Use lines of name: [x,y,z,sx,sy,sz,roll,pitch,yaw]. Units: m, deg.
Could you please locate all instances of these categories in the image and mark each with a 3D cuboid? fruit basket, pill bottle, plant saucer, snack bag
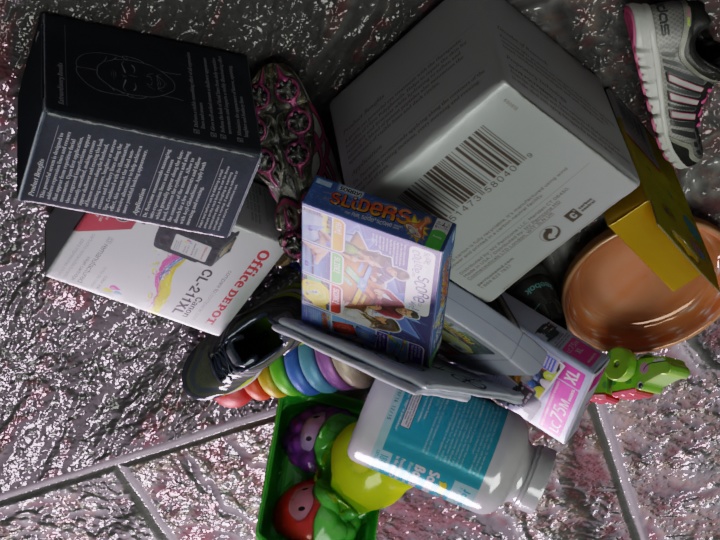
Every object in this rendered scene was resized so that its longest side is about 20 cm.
fruit basket: [-0.025,0.220,1.846,0.155,0.216,0.216,17,129,-13]
pill bottle: [0.095,0.177,1.722,0.199,0.111,0.111,22,130,4]
plant saucer: [0.312,0.009,1.839,0.199,0.038,0.201,-5,135,-5]
snack bag: [0.039,0.092,1.660,0.200,0.188,0.022,13,97,-56]

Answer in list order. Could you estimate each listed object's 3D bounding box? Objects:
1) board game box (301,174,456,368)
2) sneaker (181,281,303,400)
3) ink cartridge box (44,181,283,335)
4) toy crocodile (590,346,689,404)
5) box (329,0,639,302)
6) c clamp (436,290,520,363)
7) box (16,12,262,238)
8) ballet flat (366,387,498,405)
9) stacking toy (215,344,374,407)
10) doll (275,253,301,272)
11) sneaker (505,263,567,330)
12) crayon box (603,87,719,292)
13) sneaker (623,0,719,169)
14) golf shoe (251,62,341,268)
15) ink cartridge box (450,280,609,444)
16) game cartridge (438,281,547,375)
board game box: [0.013,0.005,1.545,0.135,0.035,0.200,20,148,10]
sneaker: [-0.123,0.078,1.743,0.200,0.081,0.074,-37,85,34]
ink cartridge box: [-0.190,-0.036,1.670,0.199,0.083,0.146,21,126,-27]
toy crocodile: [0.275,0.124,1.887,0.199,0.062,0.067,-10,161,41]
box: [0.112,-0.120,1.585,0.200,0.172,0.199,32,121,-34]
c clamp: [0.074,0.047,1.746,0.170,0.027,0.200,-5,132,26]
box: [-0.203,-0.131,1.532,0.199,0.149,0.107,11,130,-19]
ballet flat: [0.097,0.150,1.855,0.068,0.200,0.068,21,94,-55]
stacking toy: [-0.077,0.106,1.815,0.199,0.086,0.085,-18,136,31]
doll: [0.000,0.000,1.763,0.200,0.049,0.136,25,122,-36]
sneaker: [0.183,0.086,1.850,0.075,0.079,0.201,-19,138,-17]
crayon box: [0.275,-0.069,1.644,0.051,0.200,0.127,-33,130,20]
sneaker: [0.316,-0.181,1.632,0.087,0.074,0.200,-14,129,12]
golf shoe: [-0.062,-0.104,1.625,0.072,0.092,0.201,-9,106,14]
ink cartridge box: [0.157,0.087,1.798,0.200,0.042,0.120,34,138,18]
game cartridge: [0.080,0.045,1.659,0.200,0.041,0.133,33,161,-19]
